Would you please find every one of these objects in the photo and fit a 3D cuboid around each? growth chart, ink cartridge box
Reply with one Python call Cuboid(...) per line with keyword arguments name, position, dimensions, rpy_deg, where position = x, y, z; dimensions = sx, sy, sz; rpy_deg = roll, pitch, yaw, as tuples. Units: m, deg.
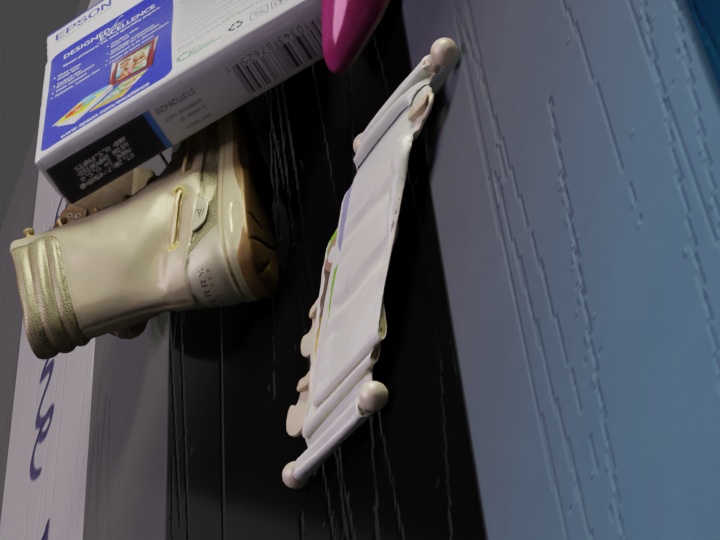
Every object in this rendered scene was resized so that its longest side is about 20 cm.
Cuboid(name="growth chart", position=(0.000, 0.000, 1.118), dimensions=(0.145, 0.018, 0.201), rpy_deg=(140, 143, -67))
Cuboid(name="ink cartridge box", position=(-0.105, -0.142, 1.410), dimensions=(0.197, 0.047, 0.200), rpy_deg=(-31, 24, 11))

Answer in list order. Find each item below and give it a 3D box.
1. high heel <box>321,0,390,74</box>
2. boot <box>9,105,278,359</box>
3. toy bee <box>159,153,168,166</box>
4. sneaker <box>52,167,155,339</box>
Cuboid(name="high heel", position=(-0.017, -0.211, 1.254), dimensions=(0.067, 0.096, 0.201), rpy_deg=(175, 110, -75))
Cuboid(name="boot", position=(-0.131, -0.032, 1.378), dimensions=(0.200, 0.155, 0.073), rpy_deg=(-99, -13, -51))
Cuboid(name="toy bee", position=(-0.153, -0.139, 1.676), dimensions=(0.131, 0.108, 0.201), rpy_deg=(179, 106, -73))
Cuboid(name="sneaker", position=(-0.194, -0.011, 1.723), dimensions=(0.200, 0.075, 0.071), rpy_deg=(-90, -1, -60))
